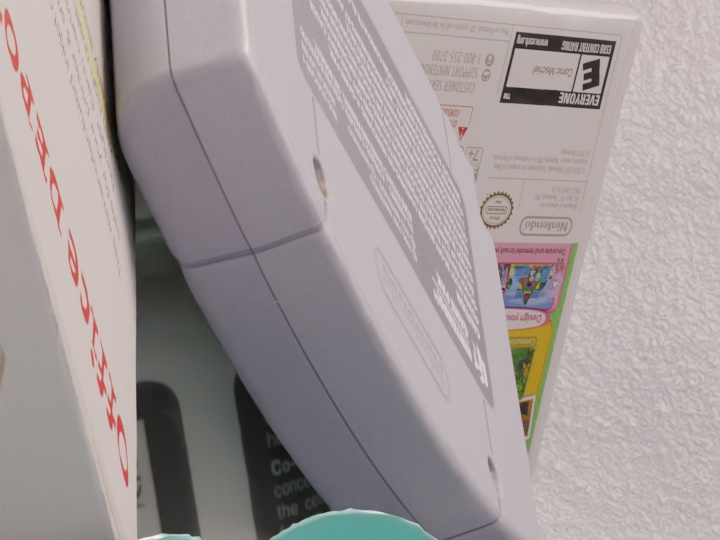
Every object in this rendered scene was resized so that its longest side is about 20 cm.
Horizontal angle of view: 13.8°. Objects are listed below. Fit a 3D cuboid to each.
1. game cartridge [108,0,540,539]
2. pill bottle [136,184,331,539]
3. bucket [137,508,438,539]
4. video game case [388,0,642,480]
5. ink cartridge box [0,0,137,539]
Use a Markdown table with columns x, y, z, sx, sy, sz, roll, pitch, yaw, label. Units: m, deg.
| x | y | z | sx | sy | sz | roll | pitch | yaw | label |
| --- | --- | --- | --- | --- | --- | --- | --- | --- | --- |
| -0.008 | -0.019 | 0.661 | 0.200 | 0.040 | 0.134 | 59 | 15 | -49 | game cartridge |
| -0.056 | 0.058 | 0.718 | 0.113 | 0.112 | 0.201 | -71 | 153 | -84 | pill bottle |
| -0.001 | 0.161 | 0.503 | 0.135 | 0.206 | 0.208 | 111 | -20 | -44 | bucket |
| 0.000 | 0.000 | 0.921 | 0.199 | 0.022 | 0.183 | 0 | 107 | -48 | video game case |
| -0.093 | -0.047 | 0.555 | 0.201 | 0.084 | 0.145 | -97 | 177 | -50 | ink cartridge box |
